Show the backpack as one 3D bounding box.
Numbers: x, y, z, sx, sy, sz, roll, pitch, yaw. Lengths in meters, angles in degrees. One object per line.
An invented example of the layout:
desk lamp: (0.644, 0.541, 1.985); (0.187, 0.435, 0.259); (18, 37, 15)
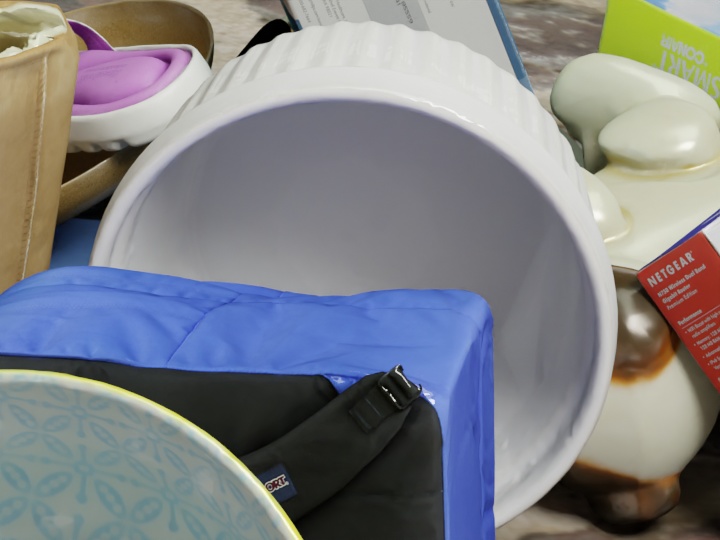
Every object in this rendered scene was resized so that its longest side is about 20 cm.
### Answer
backpack: (-0.054, 0.081, 0.949); (0.199, 0.164, 0.168); (2, 16, 12)

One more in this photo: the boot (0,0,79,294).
boot: (-0.128, -0.004, 1.047); (0.066, 0.201, 0.175); (19, 25, 23)

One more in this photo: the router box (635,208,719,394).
router box: (0.233, 0.021, 1.129); (0.200, 0.049, 0.180); (-36, 90, -37)

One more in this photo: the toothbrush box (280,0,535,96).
toothbrush box: (0.005, -0.128, 1.223); (0.085, 0.147, 0.200); (-24, 28, -1)

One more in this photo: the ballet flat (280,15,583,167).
ballet flat: (0.039, -0.091, 1.485); (0.199, 0.064, 0.067); (17, 24, 14)

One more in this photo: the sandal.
sandal: (-0.151, -0.086, 1.220); (0.202, 0.050, 0.083); (-4, 33, 34)

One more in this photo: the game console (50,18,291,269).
game console: (-0.110, -0.036, 1.231); (0.170, 0.119, 0.200); (5, 24, -13)

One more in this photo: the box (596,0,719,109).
box: (0.207, -0.097, 1.306); (0.121, 0.048, 0.200); (-12, 33, -41)

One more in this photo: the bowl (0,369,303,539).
bowl: (-0.095, 0.134, 0.819); (0.199, 0.201, 0.108); (14, -7, 9)

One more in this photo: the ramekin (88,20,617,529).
ramekin: (0.000, 0.000, 1.057); (0.199, 0.201, 0.105); (11, 29, 1)

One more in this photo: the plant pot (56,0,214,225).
plant pot: (-0.154, -0.061, 1.263); (0.199, 0.028, 0.200); (-18, 29, 10)

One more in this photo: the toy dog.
toy dog: (0.122, 0.024, 1.189); (0.193, 0.140, 0.200); (17, 35, 18)
